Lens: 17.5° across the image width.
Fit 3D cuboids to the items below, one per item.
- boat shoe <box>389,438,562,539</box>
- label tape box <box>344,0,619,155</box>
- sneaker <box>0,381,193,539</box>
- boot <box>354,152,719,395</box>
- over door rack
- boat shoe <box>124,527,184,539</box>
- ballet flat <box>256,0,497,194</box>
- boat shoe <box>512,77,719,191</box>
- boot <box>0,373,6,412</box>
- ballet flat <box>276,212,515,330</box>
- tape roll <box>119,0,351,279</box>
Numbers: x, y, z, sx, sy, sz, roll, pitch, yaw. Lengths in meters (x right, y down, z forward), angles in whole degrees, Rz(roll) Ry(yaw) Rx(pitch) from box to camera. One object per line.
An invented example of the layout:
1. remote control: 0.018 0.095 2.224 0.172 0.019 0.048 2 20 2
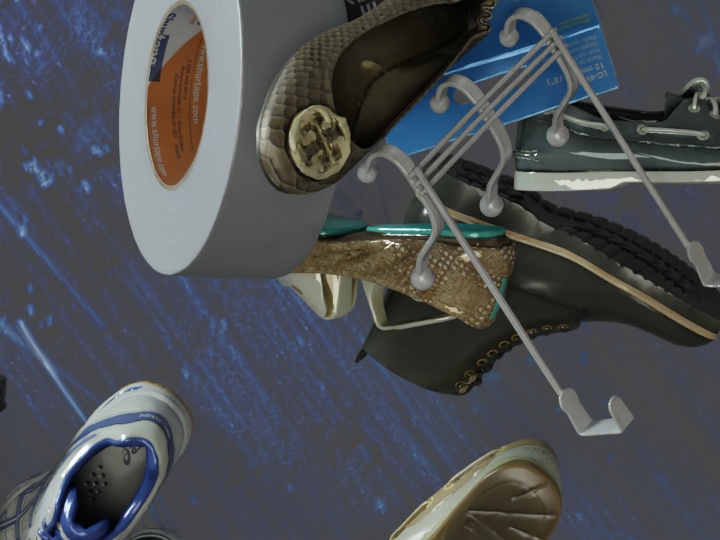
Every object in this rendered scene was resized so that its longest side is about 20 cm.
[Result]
1. boat shoe: 0.054 0.178 1.432 0.074 0.066 0.200 45 116 -6
2. label tape box: 0.051 -0.181 1.332 0.143 0.066 0.201 -17 84 9
3. sneaker: -0.183 0.155 1.439 0.075 0.088 0.200 35 105 -5
4. boot: 0.106 0.032 1.398 0.199 0.077 0.139 27 108 13
5. over door rack: 0.103 -0.023 1.279 0.200 0.067 0.148 49 58 -8
6. boat shoe: -0.099 0.257 1.468 0.068 0.057 0.201 -28 98 10
7. ballet flat: 0.015 -0.105 1.223 0.046 0.200 0.068 3 123 40
8. boat shoe: 0.186 -0.080 1.360 0.199 0.073 0.062 -3 93 8
9. boot: -0.315 0.137 1.438 0.199 0.076 0.169 8 94 7
10. ballet flat: 0.000 0.000 1.361 0.199 0.070 0.066 8 100 39
11. tape roll: -0.074 -0.096 1.313 0.066 0.200 0.201 4 104 -24
